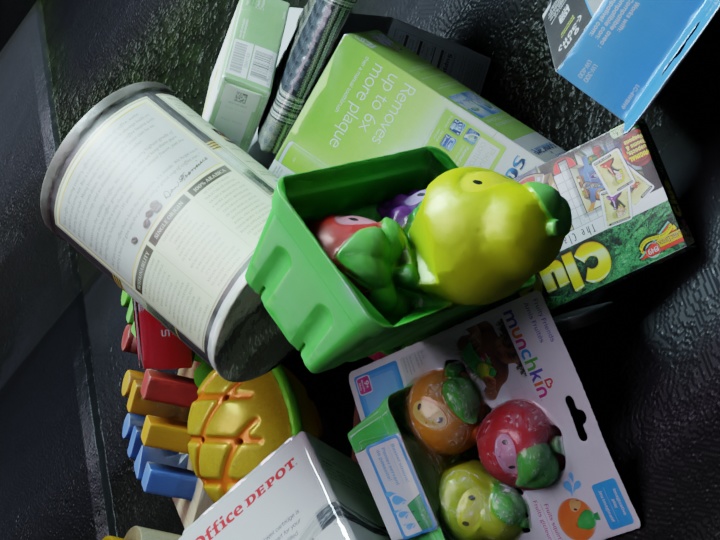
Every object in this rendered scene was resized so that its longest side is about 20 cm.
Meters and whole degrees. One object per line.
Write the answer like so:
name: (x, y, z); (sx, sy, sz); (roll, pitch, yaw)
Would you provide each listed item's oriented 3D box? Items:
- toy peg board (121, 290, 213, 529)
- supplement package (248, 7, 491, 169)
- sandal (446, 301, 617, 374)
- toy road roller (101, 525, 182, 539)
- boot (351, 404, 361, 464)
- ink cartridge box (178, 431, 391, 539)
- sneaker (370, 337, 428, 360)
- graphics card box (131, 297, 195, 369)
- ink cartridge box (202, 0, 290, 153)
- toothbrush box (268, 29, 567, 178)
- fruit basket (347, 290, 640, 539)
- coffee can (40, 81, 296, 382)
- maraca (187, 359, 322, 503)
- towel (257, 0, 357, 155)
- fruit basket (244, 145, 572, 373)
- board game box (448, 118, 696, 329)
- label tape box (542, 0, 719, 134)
toy peg board: (-0.177, 0.109, 1.930); (0.200, 0.098, 0.200); (-130, 54, -69)
supplement package: (-0.004, -0.138, 1.848); (0.200, 0.111, 0.156); (17, 88, 57)
sandal: (0.133, 0.068, 1.597); (0.200, 0.075, 0.048); (-31, 78, 56)
toy road roller: (-0.200, 0.335, 1.898); (0.146, 0.123, 0.201); (-13, 64, 66)
boot: (-0.013, 0.196, 1.763); (0.200, 0.068, 0.189); (-43, 49, 48)
ink cartridge box: (-0.039, 0.247, 1.607); (0.145, 0.084, 0.200); (-42, 46, 15)
sneaker: (0.000, 0.000, 1.743); (0.084, 0.200, 0.077); (-42, -8, -34)
graphics card box: (-0.157, -0.021, 1.821); (0.200, 0.051, 0.126); (-84, -7, -58)
ink cartridge box: (-0.114, -0.117, 1.784); (0.146, 0.048, 0.200); (-83, 14, -52)
toothbrush box: (0.046, -0.077, 1.668); (0.146, 0.200, 0.086); (-59, -10, 17)
fruit basket: (0.089, 0.132, 1.550); (0.200, 0.094, 0.186); (-25, 86, 44)
coffee can: (-0.127, -0.031, 1.622); (0.200, 0.146, 0.147); (39, 109, 25)
maraca: (-0.094, 0.122, 1.759); (0.137, 0.107, 0.200); (-47, 51, 40)
towel: (-0.033, -0.196, 1.736); (0.200, 0.034, 0.193); (-99, 33, -74)
fruit basket: (0.048, -0.026, 1.489); (0.216, 0.215, 0.156); (-47, 71, 33)
board game box: (0.141, -0.024, 1.569); (0.200, 0.023, 0.105); (-27, 79, 25)
label tape box: (0.203, -0.202, 1.558); (0.143, 0.066, 0.200); (-57, 11, 21)
